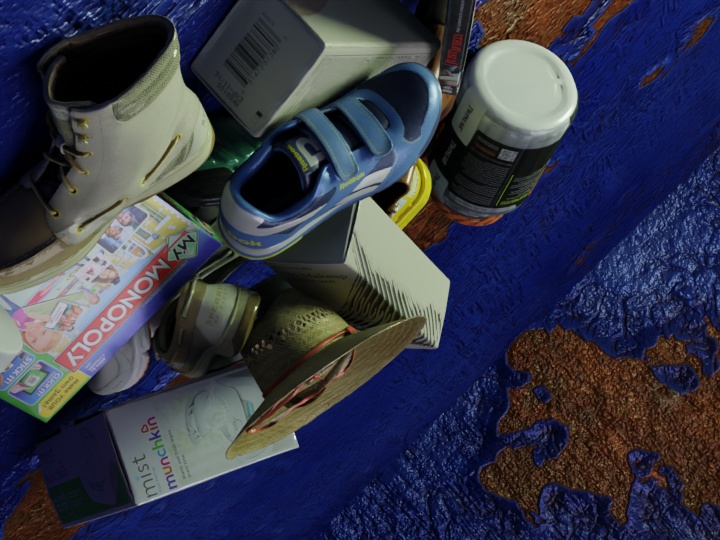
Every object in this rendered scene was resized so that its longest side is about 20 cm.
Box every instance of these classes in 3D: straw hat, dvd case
[{"bbox_3d":[-0.050,0.061,1.271,0.201,0.085,0.201,-35,168,-8],"label":"straw hat"},{"bbox_3d":[0.082,-0.245,1.234,0.200,0.022,0.146,91,6,-70],"label":"dvd case"}]

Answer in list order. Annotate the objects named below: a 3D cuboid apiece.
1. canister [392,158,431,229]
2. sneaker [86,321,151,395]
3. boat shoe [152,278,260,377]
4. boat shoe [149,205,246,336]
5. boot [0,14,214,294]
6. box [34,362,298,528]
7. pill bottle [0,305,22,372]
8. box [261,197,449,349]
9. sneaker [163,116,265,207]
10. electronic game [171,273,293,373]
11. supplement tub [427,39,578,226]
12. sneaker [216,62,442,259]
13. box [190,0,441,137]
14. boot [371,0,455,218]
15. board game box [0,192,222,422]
[{"bbox_3d":[-0.025,-0.070,1.495,0.149,0.087,0.200,-44,165,11],"label":"canister"},{"bbox_3d":[-0.221,0.032,1.288,0.092,0.076,0.200,-20,143,-32],"label":"sneaker"},{"bbox_3d":[-0.138,0.042,1.290,0.073,0.063,0.201,-71,-165,-12],"label":"boat shoe"},{"bbox_3d":[-0.172,0.028,1.409,0.200,0.066,0.072,-44,167,3],"label":"boat shoe"},{"bbox_3d":[-0.192,-0.076,1.043,0.200,0.072,0.155,-36,161,-10],"label":"boot"},{"bbox_3d":[-0.188,0.163,1.511,0.176,0.097,0.200,-18,176,-33],"label":"box"},{"bbox_3d":[-0.326,0.095,1.078,0.200,0.113,0.113,-46,166,9],"label":"pill bottle"},{"bbox_3d":[0.000,0.000,1.316,0.200,0.082,0.069,41,56,-56],"label":"box"},{"bbox_3d":[-0.091,-0.086,1.296,0.200,0.074,0.088,-33,167,-40],"label":"sneaker"},{"bbox_3d":[-0.089,0.038,1.477,0.200,0.042,0.200,-30,170,-6],"label":"electronic game"},{"bbox_3d":[0.143,-0.139,1.684,0.122,0.123,0.200,-35,163,-31],"label":"supplement tub"},{"bbox_3d":[-0.020,-0.085,1.168,0.200,0.074,0.082,-40,165,-8],"label":"sneaker"},{"bbox_3d":[-0.029,-0.164,1.219,0.095,0.078,0.200,-49,165,23],"label":"box"},{"bbox_3d":[0.046,-0.112,1.385,0.188,0.068,0.200,120,-14,-65],"label":"boot"},{"bbox_3d":[-0.217,0.013,1.193,0.200,0.029,0.135,-45,135,6],"label":"board game box"}]
